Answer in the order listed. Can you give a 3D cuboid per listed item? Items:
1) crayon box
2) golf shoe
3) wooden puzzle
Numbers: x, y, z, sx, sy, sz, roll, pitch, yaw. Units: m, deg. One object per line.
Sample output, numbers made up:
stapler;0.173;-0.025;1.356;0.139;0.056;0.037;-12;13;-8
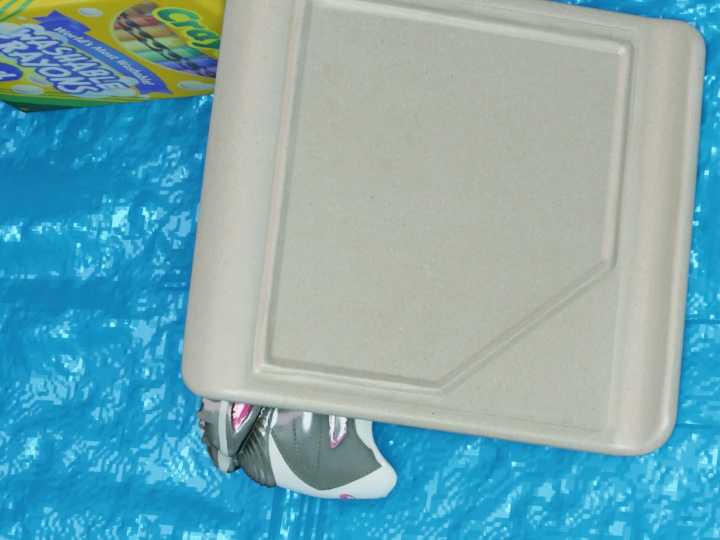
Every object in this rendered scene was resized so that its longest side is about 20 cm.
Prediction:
crayon box;-0.101;-0.118;1.178;0.199;0.126;0.052;-5;73;28
golf shoe;0.000;0.000;1.132;0.088;0.077;0.201;18;81;5
wooden puzzle;0.035;-0.025;1.090;0.199;0.037;0.186;7;76;-5
